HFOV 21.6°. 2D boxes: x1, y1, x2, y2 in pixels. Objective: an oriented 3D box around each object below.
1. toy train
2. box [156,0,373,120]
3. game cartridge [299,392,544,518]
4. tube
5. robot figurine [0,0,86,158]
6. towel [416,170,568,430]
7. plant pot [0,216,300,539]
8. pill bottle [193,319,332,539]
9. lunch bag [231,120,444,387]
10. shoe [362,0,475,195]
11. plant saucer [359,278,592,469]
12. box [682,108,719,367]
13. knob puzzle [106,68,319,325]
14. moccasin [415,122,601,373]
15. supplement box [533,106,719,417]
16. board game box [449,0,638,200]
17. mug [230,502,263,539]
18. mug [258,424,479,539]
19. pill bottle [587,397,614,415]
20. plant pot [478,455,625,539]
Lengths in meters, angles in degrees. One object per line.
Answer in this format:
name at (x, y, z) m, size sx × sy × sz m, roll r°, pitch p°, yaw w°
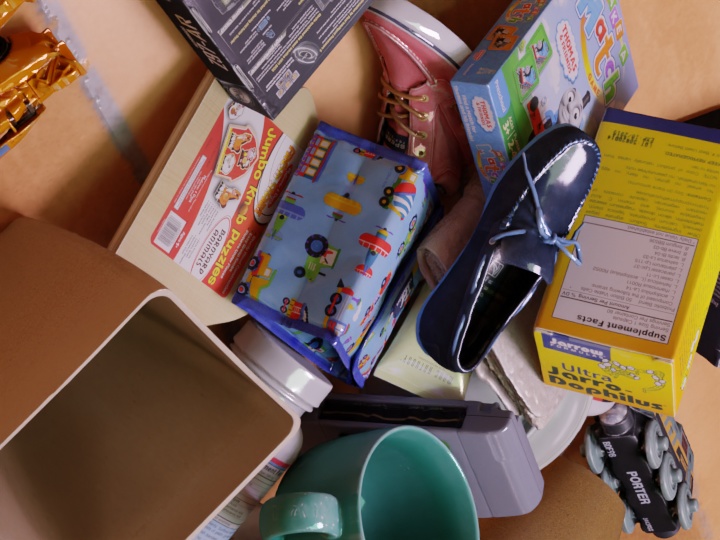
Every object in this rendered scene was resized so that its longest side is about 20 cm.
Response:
toy train at (0.269, 0.171, 1.805) m, size 0.200 × 0.085 × 0.114 m, roll 59°, pitch 31°, yaw -42°
box at (-0.044, -0.225, 1.254) m, size 0.200 × 0.044 × 0.160 m, roll -52°, pitch 140°, yaw -11°
game cartridge at (0.043, 0.152, 1.537) m, size 0.133 × 0.200 × 0.040 m, roll 62°, pitch 37°, yaw -49°
tube at (0.085, 0.010, 1.513) m, size 0.052 × 0.058 × 0.200 m, roll 39°, pitch 73°, yaw -55°
robot figurine at (-0.274, -0.099, 1.159) m, size 0.200 × 0.058 × 0.145 m, roll -42°, pitch 137°, yaw -10°
towel at (0.121, 0.015, 1.479) m, size 0.133 × 0.034 × 0.200 m, roll -53°, pitch 125°, yaw -35°
plant pot at (-0.198, 0.083, 1.271) m, size 0.200 × 0.177 × 0.200 m, roll -45°, pitch 139°, yaw -4°
pill bottle at (-0.116, 0.139, 1.439) m, size 0.200 × 0.109 × 0.109 m, roll -51°, pitch 139°, yaw 1°
lunch bag at (0.000, 0.000, 1.441) m, size 0.151 × 0.094 × 0.200 m, roll -64°, pitch 160°, yaw -9°
shoe at (0.043, -0.128, 1.404) m, size 0.091 × 0.071 × 0.200 m, roll -55°, pitch 144°, yaw -2°
plant saucer at (0.100, 0.097, 1.562) m, size 0.200 × 0.050 × 0.200 m, roll -2°, pitch 108°, yaw -5°
box at (0.371, -0.047, 1.713) m, size 0.200 × 0.124 × 0.197 m, roll -20°, pitch 130°, yaw -30°
knob puzzle at (-0.093, -0.049, 1.367) m, size 0.220 × 0.030 × 0.220 m, roll -30°, pitch 131°, yaw -43°
moccasin at (0.120, -0.009, 1.372) m, size 0.080 × 0.068 × 0.200 m, roll 22°, pitch 104°, yaw -31°
supplement box at (0.216, -0.007, 1.453) m, size 0.110 × 0.109 × 0.200 m, roll 69°, pitch 39°, yaw -61°
board game box at (0.145, -0.142, 1.439) m, size 0.200 × 0.037 × 0.151 m, roll -54°, pitch 139°, yaw -36°
mug at (-0.101, 0.302, 1.583) m, size 0.177 × 0.133 × 0.200 m, roll -17°, pitch 142°, yaw 8°
mug at (-0.006, 0.192, 1.452) m, size 0.185 × 0.114 × 0.152 m, roll 50°, pitch 43°, yaw -28°
pill bottle at (0.196, 0.046, 1.638) m, size 0.112 × 0.112 × 0.200 m, roll 12°, pitch 111°, yaw -45°
plant pot at (0.154, 0.276, 1.744) m, size 0.200 × 0.186 × 0.186 m, roll -52°, pitch 141°, yaw -18°
